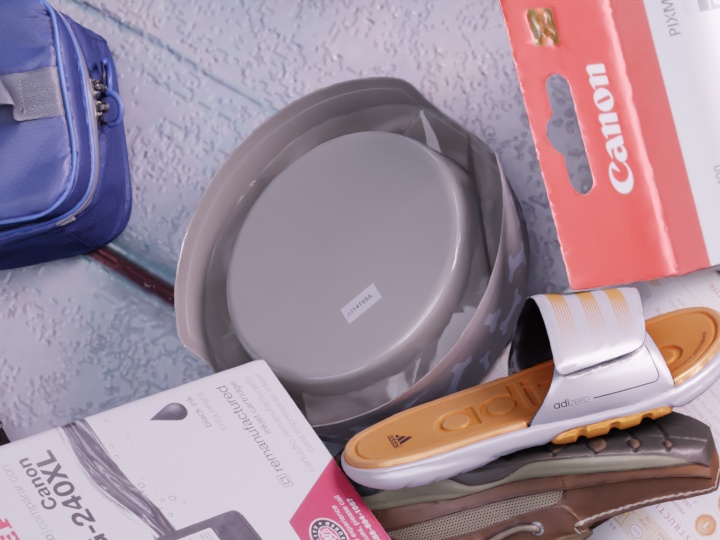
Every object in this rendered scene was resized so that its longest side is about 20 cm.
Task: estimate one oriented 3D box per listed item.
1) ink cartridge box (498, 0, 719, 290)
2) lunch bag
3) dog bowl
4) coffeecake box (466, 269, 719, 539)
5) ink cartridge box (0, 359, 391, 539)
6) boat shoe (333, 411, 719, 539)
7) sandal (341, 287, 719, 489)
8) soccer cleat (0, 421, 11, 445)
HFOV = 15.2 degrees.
[{"bbox_3d":[0.177,-0.080,1.360,0.057,0.199,0.164,-25,76,50],"label":"ink cartridge box"},{"bbox_3d":[-0.220,-0.072,1.471,0.199,0.132,0.137,-12,81,12],"label":"lunch bag"},{"bbox_3d":[0.000,0.000,1.415,0.199,0.059,0.201,-15,59,27],"label":"dog bowl"},{"bbox_3d":[0.136,0.093,1.399,0.200,0.073,0.154,-44,76,5],"label":"coffeecake box"},{"bbox_3d":[-0.101,0.145,1.292,0.199,0.084,0.145,-18,57,-33],"label":"ink cartridge box"},{"bbox_3d":[0.081,0.115,1.341,0.199,0.076,0.074,-7,105,18],"label":"boat shoe"},{"bbox_3d":[0.085,0.048,1.308,0.206,0.079,0.060,-19,114,-9],"label":"sandal"},{"bbox_3d":[-0.213,0.122,1.484,0.200,0.068,0.073,37,100,13],"label":"soccer cleat"}]
